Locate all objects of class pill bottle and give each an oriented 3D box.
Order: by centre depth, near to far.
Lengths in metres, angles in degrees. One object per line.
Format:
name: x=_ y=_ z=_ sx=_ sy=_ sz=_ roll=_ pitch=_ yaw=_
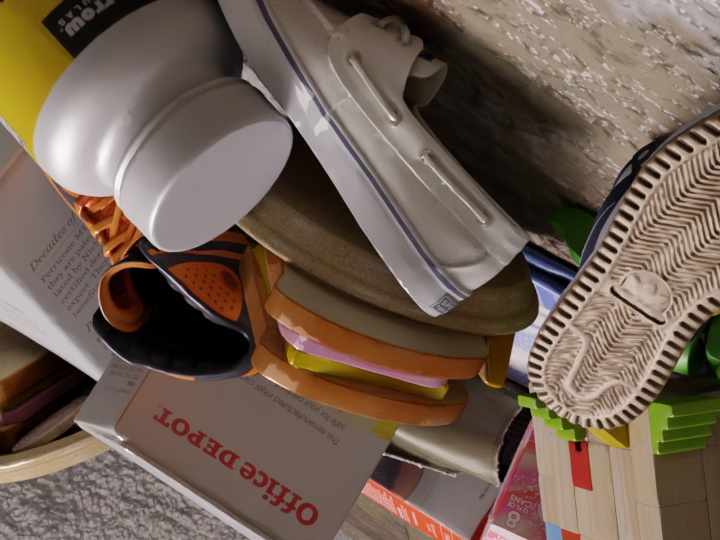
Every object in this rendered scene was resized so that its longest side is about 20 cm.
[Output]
pill bottle: x=-0.124 y=-0.105 z=0.931 sx=0.200 sy=0.111 sz=0.111 roll=46 pitch=171 yaw=20

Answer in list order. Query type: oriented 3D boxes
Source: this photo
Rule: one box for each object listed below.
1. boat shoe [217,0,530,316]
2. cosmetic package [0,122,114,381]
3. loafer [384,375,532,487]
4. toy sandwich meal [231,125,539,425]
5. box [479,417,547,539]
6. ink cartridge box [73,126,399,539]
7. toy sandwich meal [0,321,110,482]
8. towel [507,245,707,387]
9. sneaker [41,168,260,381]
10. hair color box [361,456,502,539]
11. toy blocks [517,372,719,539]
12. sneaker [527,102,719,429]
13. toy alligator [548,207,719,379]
boat shoe: x=0.005 y=-0.080 z=0.903 sx=0.200 sy=0.070 sz=0.071 roll=57 pitch=-169 yaw=8
cosmetic package: x=-0.197 y=-0.067 z=1.214 sx=0.167 sy=0.166 sz=0.200 roll=26 pitch=163 yaw=32
loafer: x=0.069 y=0.090 z=1.238 sx=0.200 sy=0.075 sz=0.070 roll=13 pitch=-178 yaw=-18
toy sandwich meal: x=0.000 y=0.000 z=1.004 sx=0.205 sy=0.070 sz=0.205 roll=23 pitch=-160 yaw=-9
box: x=0.177 y=0.151 z=1.141 sx=0.200 sy=0.103 sz=0.095 roll=23 pitch=161 yaw=5
ink cartridge box: x=-0.045 y=0.043 z=1.139 sx=0.145 sy=0.200 sz=0.083 roll=36 pitch=166 yaw=-20
toy sandwich meal: x=-0.198 y=0.067 z=1.311 sx=0.205 sy=0.205 sz=0.070 roll=9 pitch=124 yaw=61
towel: x=0.132 y=0.050 z=1.142 sx=0.147 sy=0.024 sz=0.200 roll=29 pitch=165 yaw=20
sneaker: x=-0.112 y=-0.022 z=1.023 sx=0.200 sy=0.078 sz=0.112 roll=40 pitch=-156 yaw=14
hair color box: x=0.021 y=0.095 z=1.370 sx=0.200 sy=0.111 sz=0.064 roll=30 pitch=165 yaw=18
toy blocks: x=0.141 y=0.124 z=1.011 sx=0.100 sy=0.137 sz=0.200 roll=-7 pitch=-177 yaw=-16
sneaker: x=0.139 y=-0.029 z=0.786 sx=0.070 sy=0.109 sz=0.200 roll=37 pitch=136 yaw=0
toy alligator: x=0.161 y=0.029 z=0.930 sx=0.200 sy=0.054 sz=0.059 roll=27 pitch=165 yaw=29
